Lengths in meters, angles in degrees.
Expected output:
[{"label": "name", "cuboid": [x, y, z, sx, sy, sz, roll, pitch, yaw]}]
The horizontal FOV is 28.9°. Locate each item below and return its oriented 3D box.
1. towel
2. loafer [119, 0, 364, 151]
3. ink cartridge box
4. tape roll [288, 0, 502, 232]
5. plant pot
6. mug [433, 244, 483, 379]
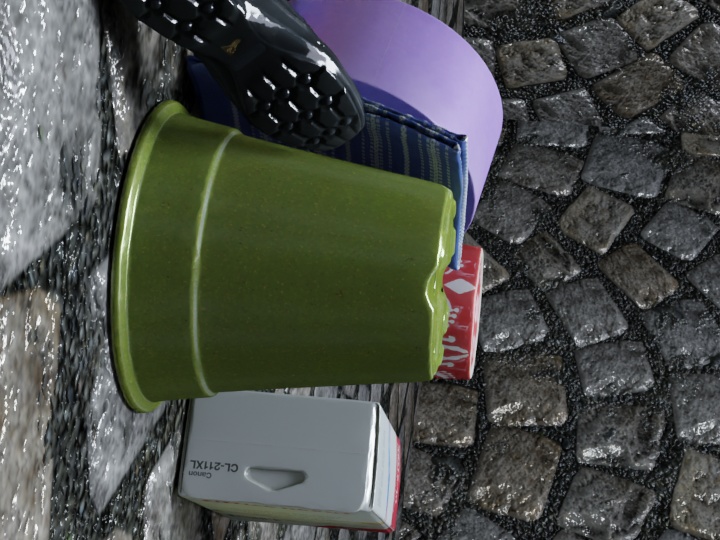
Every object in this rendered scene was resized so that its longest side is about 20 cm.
[{"label": "towel", "cuboid": [-0.022, -0.074, 0.944, 0.024, 0.199, 0.145, -59, 163, -29]}, {"label": "loafer", "cuboid": [-0.065, -0.139, 0.798, 0.200, 0.068, 0.071, 37, 31, -43]}, {"label": "ink cartridge box", "cuboid": [-0.048, 0.152, 1.092, 0.200, 0.145, 0.083, 71, 25, -74]}, {"label": "tape roll", "cuboid": [-0.002, -0.101, 1.021, 0.201, 0.199, 0.085, 86, 21, -52]}, {"label": "plant pot", "cuboid": [-0.038, 0.000, 0.887, 0.200, 0.189, 0.202, 6, 90, -84]}, {"label": "mug", "cuboid": [-0.002, 0.008, 1.137, 0.134, 0.199, 0.179, -72, 166, -58]}]
